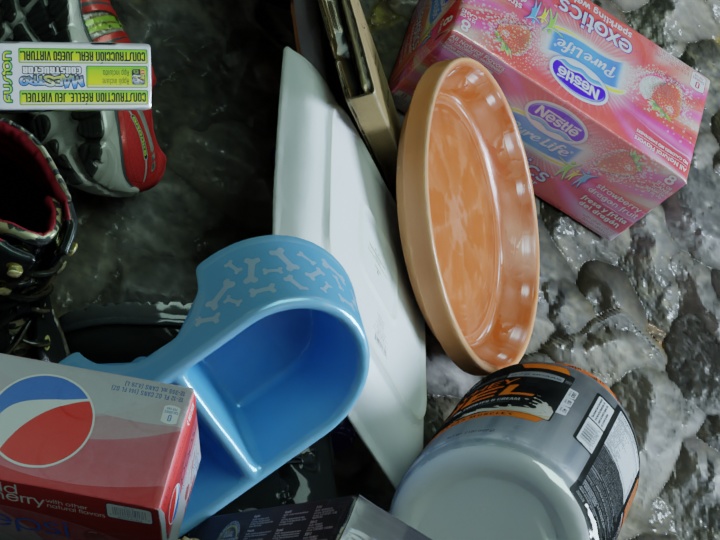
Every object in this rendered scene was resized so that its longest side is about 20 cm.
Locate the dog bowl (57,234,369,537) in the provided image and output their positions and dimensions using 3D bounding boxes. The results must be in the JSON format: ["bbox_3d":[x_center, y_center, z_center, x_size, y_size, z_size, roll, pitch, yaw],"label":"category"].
[{"bbox_3d":[-0.081,0.068,1.020,0.112,0.199,0.050,57,-4,-37],"label":"dog bowl"}]

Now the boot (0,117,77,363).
[{"bbox_3d":[-0.180,0.030,1.039,0.073,0.154,0.205,-21,77,-28],"label":"boot"}]

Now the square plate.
[{"bbox_3d":[0.000,0.000,1.164,0.199,0.028,0.201,-90,158,-44],"label":"square plate"}]

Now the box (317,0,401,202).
[{"bbox_3d":[-0.004,-0.145,1.248,0.021,0.200,0.165,-17,71,5],"label":"box"}]

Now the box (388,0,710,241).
[{"bbox_3d":[0.130,-0.124,1.371,0.199,0.095,0.103,31,52,-15],"label":"box"}]

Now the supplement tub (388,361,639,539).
[{"bbox_3d":[0.095,0.126,1.154,0.123,0.122,0.200,49,20,0],"label":"supplement tub"}]

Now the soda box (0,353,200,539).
[{"bbox_3d":[-0.178,0.080,0.930,0.198,0.064,0.070,10,55,5],"label":"soda box"}]

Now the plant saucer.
[{"bbox_3d":[0.067,-0.033,1.260,0.200,0.032,0.202,-8,90,-67],"label":"plant saucer"}]

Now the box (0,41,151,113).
[{"bbox_3d":[-0.207,-0.103,1.078,0.109,0.199,0.035,-3,95,-33],"label":"box"}]

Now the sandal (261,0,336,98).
[{"bbox_3d":[-0.057,-0.182,1.299,0.059,0.079,0.208,-8,81,3],"label":"sandal"}]

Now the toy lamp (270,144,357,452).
[{"bbox_3d":[-0.025,0.014,1.219,0.058,0.058,0.201,14,58,-26],"label":"toy lamp"}]

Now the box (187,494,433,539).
[{"bbox_3d":[0.009,0.175,0.986,0.161,0.200,0.049,31,68,-18],"label":"box"}]

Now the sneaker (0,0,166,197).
[{"bbox_3d":[-0.168,-0.132,1.213,0.085,0.077,0.201,12,57,-51],"label":"sneaker"}]

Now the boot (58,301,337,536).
[{"bbox_3d":[-0.092,0.122,1.113,0.163,0.066,0.202,1,77,-5],"label":"boot"}]

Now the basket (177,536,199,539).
[{"bbox_3d":[-0.105,0.254,0.947,0.143,0.149,0.201,-36,96,-48],"label":"basket"}]
